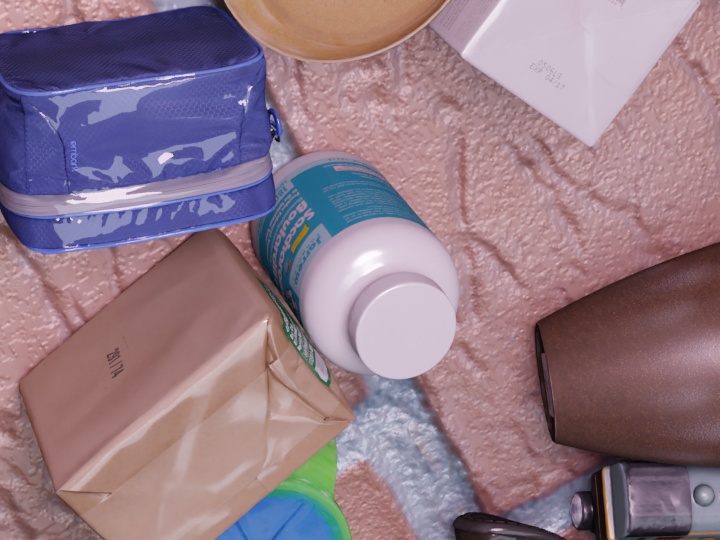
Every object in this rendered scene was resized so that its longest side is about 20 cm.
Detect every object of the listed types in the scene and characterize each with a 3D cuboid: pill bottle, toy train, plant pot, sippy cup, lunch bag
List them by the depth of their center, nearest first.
[{"bbox_3d":[-0.004,-0.228,1.364,0.200,0.200,0.027,-50,154,7],"label":"plant pot"},{"bbox_3d":[-0.146,-0.087,1.389,0.199,0.136,0.133,-9,116,-17],"label":"lunch bag"},{"bbox_3d":[0.000,0.000,1.442,0.110,0.200,0.111,-7,115,-16],"label":"pill bottle"},{"bbox_3d":[-0.089,0.180,1.523,0.177,0.130,0.140,-25,121,-8],"label":"sippy cup"},{"bbox_3d":[0.237,0.071,1.586,0.199,0.187,0.188,-8,117,0],"label":"plant pot"},{"bbox_3d":[0.268,0.184,1.652,0.199,0.114,0.086,1,77,-11],"label":"toy train"}]

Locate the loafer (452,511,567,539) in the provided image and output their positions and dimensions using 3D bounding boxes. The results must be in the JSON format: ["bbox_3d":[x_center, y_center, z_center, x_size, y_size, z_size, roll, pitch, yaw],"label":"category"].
[{"bbox_3d":[0.151,0.250,1.670,0.200,0.073,0.072,27,80,-28],"label":"loafer"}]

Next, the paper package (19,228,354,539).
[{"bbox_3d":[-0.124,0.087,1.436,0.190,0.200,0.104,-41,115,0],"label":"paper package"}]

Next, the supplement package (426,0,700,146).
[{"bbox_3d":[0.109,-0.191,1.394,0.121,0.200,0.120,31,101,-29],"label":"supplement package"}]
